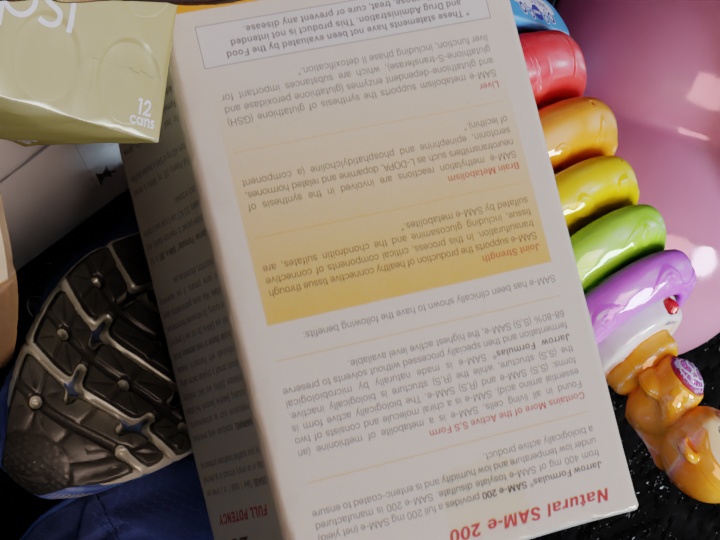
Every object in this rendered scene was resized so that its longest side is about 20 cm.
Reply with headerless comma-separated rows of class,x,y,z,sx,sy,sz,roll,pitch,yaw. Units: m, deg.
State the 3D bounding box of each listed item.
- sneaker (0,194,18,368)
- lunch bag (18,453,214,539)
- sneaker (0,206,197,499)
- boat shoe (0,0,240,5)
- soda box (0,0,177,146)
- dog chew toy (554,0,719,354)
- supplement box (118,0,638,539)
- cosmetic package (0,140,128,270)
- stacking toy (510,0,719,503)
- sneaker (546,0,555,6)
sneaker,-0.171,-0.051,0.830,0.090,0.067,0.201,-19,113,-31
lunch bag,-0.049,0.139,0.969,0.135,0.200,0.133,-20,80,-26
sneaker,-0.079,0.026,0.942,0.079,0.200,0.089,43,124,-5
boat shoe,-0.082,-0.108,0.716,0.199,0.070,0.071,-6,95,-46
soda box,-0.143,-0.088,0.747,0.199,0.064,0.068,15,80,-46
dog chew toy,0.120,-0.069,1.070,0.124,0.124,0.201,14,94,-39
supplement box,0.000,0.000,0.866,0.125,0.073,0.201,-12,86,-24
cosmetic package,-0.181,-0.070,0.892,0.151,0.052,0.201,-39,128,-18
stacking toy,0.077,0.002,0.963,0.110,0.200,0.116,-42,163,17
sneaker,0.005,-0.102,0.992,0.199,0.078,0.071,-2,112,-35
